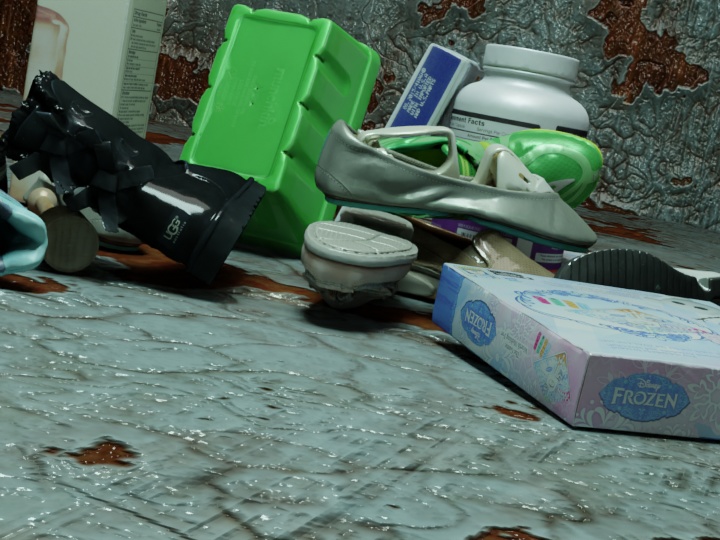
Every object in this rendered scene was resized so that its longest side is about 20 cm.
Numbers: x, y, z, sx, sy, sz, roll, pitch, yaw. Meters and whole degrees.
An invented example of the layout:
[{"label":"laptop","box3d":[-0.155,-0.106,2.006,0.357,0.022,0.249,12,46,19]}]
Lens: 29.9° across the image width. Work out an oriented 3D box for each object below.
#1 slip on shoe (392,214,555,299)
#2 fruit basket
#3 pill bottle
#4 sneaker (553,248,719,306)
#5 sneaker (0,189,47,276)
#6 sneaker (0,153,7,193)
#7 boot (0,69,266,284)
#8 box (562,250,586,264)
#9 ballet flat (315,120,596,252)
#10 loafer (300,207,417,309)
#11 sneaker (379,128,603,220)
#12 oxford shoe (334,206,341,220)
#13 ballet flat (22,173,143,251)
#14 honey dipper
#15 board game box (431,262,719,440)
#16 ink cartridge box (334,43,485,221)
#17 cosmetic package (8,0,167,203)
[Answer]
[{"label":"slip on shoe","box3d":[0.095,-0.001,1.013,0.200,0.061,0.076,14,8,31]},{"label":"fruit basket","box3d":[-0.076,-0.112,1.187,0.155,0.216,0.216,12,7,16]},{"label":"pill bottle","box3d":[0.122,-0.079,1.104,0.112,0.200,0.112,10,7,-1]},{"label":"sneaker","box3d":[0.205,0.028,0.951,0.200,0.074,0.088,9,-6,-28]},{"label":"sneaker","box3d":[-0.237,-0.027,0.697,0.086,0.078,0.200,17,9,21]},{"label":"sneaker","box3d":[-0.284,-0.050,0.806,0.078,0.077,0.200,14,9,20]},{"label":"boot","box3d":[-0.151,-0.065,0.904,0.162,0.073,0.198,33,7,-6]},{"label":"box","box3d":[0.257,0.024,1.135,0.156,0.041,0.200,8,8,-17]},{"label":"ballet flat","box3d":[0.071,-0.060,0.911,0.200,0.064,0.067,11,9,-9]},{"label":"loafer","box3d":[0.000,0.000,0.904,0.072,0.063,0.200,15,11,5]},{"label":"sneaker","box3d":[0.081,-0.064,0.995,0.200,0.074,0.084,-2,12,-2]},{"label":"oxford shoe","box3d":[-0.029,-0.073,1.356,0.200,0.071,0.071,3,-9,44]},{"label":"ballet flat","box3d":[-0.210,-0.062,1.053,0.067,0.064,0.200,6,8,-32]},{"label":"honey dipper","box3d":[-0.211,-0.033,0.932,0.038,0.038,0.200,8,7,-19]},{"label":"board game box","box3d":[0.169,0.049,0.780,0.200,0.043,0.199,8,10,-19]},{"label":"ink cartridge box","box3d":[0.042,-0.102,1.191,0.041,0.200,0.200,29,9,6]},{"label":"cosmetic package","box3d":[-0.237,-0.154,1.179,0.087,0.200,0.103,12,7,9]}]
